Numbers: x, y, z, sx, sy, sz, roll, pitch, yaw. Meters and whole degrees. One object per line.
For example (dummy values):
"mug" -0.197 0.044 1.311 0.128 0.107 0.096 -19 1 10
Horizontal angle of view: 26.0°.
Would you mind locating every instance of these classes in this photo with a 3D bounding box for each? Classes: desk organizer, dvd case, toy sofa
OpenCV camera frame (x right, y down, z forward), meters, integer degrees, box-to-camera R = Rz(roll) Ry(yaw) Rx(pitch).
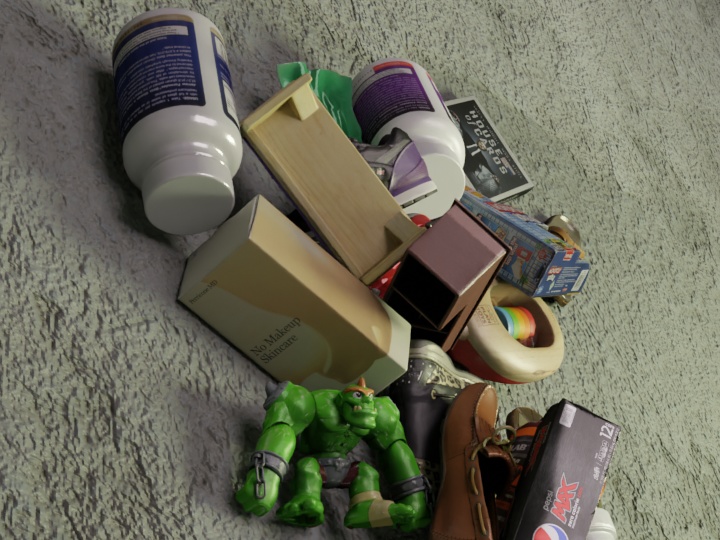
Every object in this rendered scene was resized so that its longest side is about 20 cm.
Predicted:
"desk organizer" 0.067 0.028 1.487 0.072 0.201 0.077 42 59 11
"dvd case" 0.141 -0.150 1.997 0.151 0.025 0.199 57 29 6
"toy sofa" -0.031 -0.080 1.481 0.201 0.083 0.098 52 -13 -4

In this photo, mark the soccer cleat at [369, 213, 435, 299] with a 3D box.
"soccer cleat" 0.000 0.000 1.576 0.200 0.084 0.069 -39 127 -37

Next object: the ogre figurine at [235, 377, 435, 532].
"ogre figurine" -0.022 0.160 1.347 0.197 0.098 0.121 2 66 -20

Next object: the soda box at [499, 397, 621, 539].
"soda box" 0.164 0.219 1.366 0.063 0.071 0.201 26 58 -2

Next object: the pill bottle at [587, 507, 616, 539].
"pill bottle" 0.236 0.338 1.509 0.111 0.112 0.202 22 41 -43

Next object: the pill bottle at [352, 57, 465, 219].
"pill bottle" 0.053 -0.144 1.727 0.111 0.111 0.201 34 20 -30

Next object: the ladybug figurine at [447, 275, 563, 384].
"ladybug figurine" 0.151 0.069 1.719 0.199 0.072 0.137 7 52 -54

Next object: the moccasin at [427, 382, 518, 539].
"moccasin" 0.108 0.179 1.394 0.202 0.077 0.074 -73 145 -53

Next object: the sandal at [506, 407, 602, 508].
"sandal" 0.198 0.221 1.638 0.200 0.054 0.082 47 30 -42

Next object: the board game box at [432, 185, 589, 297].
"board game box" 0.158 -0.045 1.797 0.199 0.062 0.200 32 12 19

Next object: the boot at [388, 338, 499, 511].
"boot" 0.078 0.171 1.512 0.203 0.073 0.156 43 41 -52

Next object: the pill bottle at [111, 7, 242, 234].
"pill bottle" -0.168 -0.135 1.431 0.110 0.111 0.202 26 38 -39

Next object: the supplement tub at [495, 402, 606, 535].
"supplement tub" 0.167 0.218 1.481 0.107 0.107 0.200 46 52 -11

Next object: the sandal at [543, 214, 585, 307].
"sandal" 0.264 -0.024 2.007 0.082 0.054 0.200 49 29 -7

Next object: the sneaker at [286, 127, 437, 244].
"sneaker" -0.021 -0.083 1.569 0.199 0.076 0.088 -24 91 -32

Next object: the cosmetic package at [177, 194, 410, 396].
"cosmetic package" -0.058 0.038 1.414 0.199 0.105 0.071 39 30 -21

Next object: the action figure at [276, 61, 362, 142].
"action figure" -0.031 -0.118 1.664 0.117 0.054 0.202 1 67 -44
